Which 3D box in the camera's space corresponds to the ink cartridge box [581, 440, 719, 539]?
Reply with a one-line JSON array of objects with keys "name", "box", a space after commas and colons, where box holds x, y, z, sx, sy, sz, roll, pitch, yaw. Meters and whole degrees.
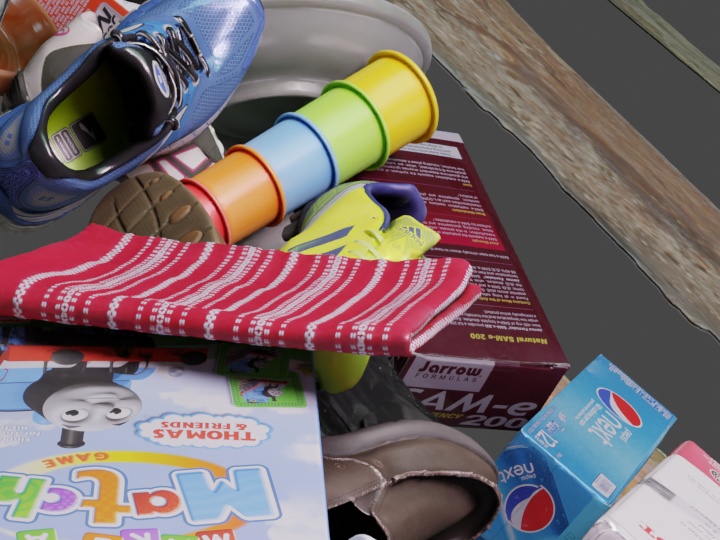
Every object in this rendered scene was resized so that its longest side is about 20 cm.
[{"name": "ink cartridge box", "box": [0.183, 0.183, 1.055, 0.146, 0.085, 0.200, 41, 18, 13]}]

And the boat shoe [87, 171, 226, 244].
[{"name": "boat shoe", "box": [-0.079, 0.032, 0.992, 0.200, 0.072, 0.068, 56, -1, 40]}]

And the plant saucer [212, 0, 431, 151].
[{"name": "plant saucer", "box": [-0.053, -0.110, 1.230, 0.200, 0.199, 0.051, 16, 62, -46]}]

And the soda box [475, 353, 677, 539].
[{"name": "soda box", "box": [0.120, 0.110, 1.138, 0.064, 0.068, 0.200, 41, 19, 9]}]

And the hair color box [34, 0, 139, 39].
[{"name": "hair color box", "box": [-0.208, -0.202, 1.302, 0.200, 0.064, 0.111, 40, 18, 7]}]

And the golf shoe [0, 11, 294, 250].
[{"name": "golf shoe", "box": [-0.105, -0.068, 1.135, 0.199, 0.088, 0.077, 27, 20, -31]}]

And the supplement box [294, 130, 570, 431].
[{"name": "supplement box", "box": [0.034, -0.001, 1.177, 0.108, 0.061, 0.201, 6, 42, -28]}]

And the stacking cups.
[{"name": "stacking cups", "box": [-0.045, -0.060, 1.117, 0.200, 0.061, 0.060, -31, 65, -34]}]

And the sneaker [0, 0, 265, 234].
[{"name": "sneaker", "box": [-0.112, -0.091, 1.040, 0.200, 0.089, 0.079, -45, 106, -35]}]

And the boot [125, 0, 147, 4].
[{"name": "boot", "box": [-0.177, -0.199, 1.063, 0.199, 0.066, 0.165, 13, -12, -7]}]

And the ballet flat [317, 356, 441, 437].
[{"name": "ballet flat", "box": [-0.009, 0.066, 1.070, 0.066, 0.057, 0.200, -18, 43, -18]}]

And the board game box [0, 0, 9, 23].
[{"name": "board game box", "box": [-0.240, -0.117, 0.928, 0.135, 0.028, 0.201, 28, 58, -22]}]

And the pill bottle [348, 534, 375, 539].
[{"name": "pill bottle", "box": [0.061, 0.190, 0.785, 0.200, 0.112, 0.112, 34, 19, -8]}]

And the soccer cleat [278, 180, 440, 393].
[{"name": "soccer cleat", "box": [0.000, -0.001, 1.028, 0.200, 0.083, 0.065, -82, 151, -69]}]

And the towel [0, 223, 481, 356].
[{"name": "towel", "box": [-0.057, 0.007, 0.887, 0.199, 0.023, 0.145, 5, 12, 15]}]

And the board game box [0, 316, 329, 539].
[{"name": "board game box", "box": [-0.090, 0.075, 0.802, 0.150, 0.037, 0.200, 1, 27, -5]}]

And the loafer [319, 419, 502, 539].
[{"name": "loafer", "box": [-0.006, 0.118, 0.917, 0.199, 0.073, 0.071, 3, 41, -42]}]

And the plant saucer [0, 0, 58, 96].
[{"name": "plant saucer", "box": [-0.265, -0.164, 1.162, 0.200, 0.032, 0.201, 31, 20, -13]}]
